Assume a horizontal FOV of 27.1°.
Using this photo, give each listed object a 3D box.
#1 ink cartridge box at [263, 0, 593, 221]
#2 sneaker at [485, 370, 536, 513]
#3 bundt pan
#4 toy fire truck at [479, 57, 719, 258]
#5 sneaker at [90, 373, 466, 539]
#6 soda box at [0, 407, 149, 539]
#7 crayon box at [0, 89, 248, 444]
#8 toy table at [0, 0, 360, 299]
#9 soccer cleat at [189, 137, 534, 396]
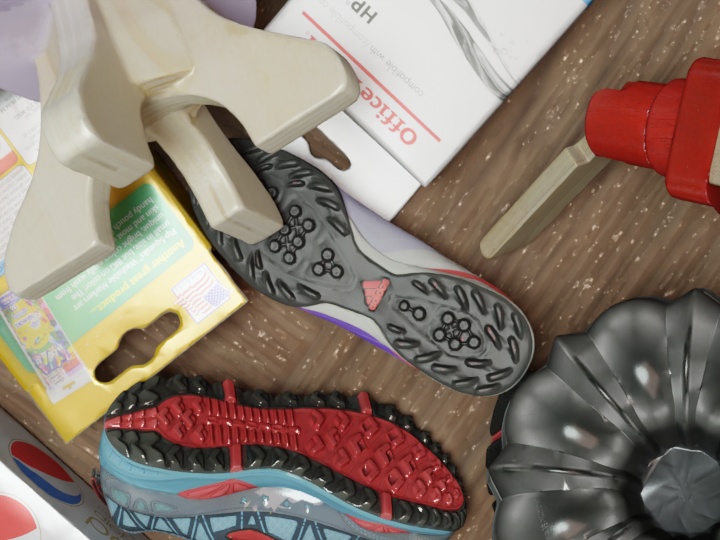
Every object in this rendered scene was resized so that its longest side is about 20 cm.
[{"bbox_3d":[0.032,-0.124,0.762,0.116,0.067,0.200,41,95,-2],"label":"ink cartridge box"},{"bbox_3d":[0.136,0.141,0.791,0.086,0.074,0.202,-22,84,-30],"label":"sneaker"},{"bbox_3d":[0.148,0.100,0.688,0.199,0.076,0.205,-4,76,17],"label":"bundt pan"},{"bbox_3d":[0.172,-0.047,0.739,0.199,0.175,0.130,17,97,43],"label":"toy fire truck"},{"bbox_3d":[-0.043,0.114,0.793,0.198,0.080,0.096,14,132,-11],"label":"sneaker"},{"bbox_3d":[-0.160,0.152,0.791,0.200,0.068,0.064,41,95,-2],"label":"soda box"},{"bbox_3d":[-0.163,-0.029,0.785,0.125,0.052,0.201,-37,92,5],"label":"crayon box"},{"bbox_3d":[-0.101,-0.081,0.666,0.183,0.199,0.118,-34,70,25],"label":"toy table"},{"bbox_3d":[0.000,0.000,0.775,0.199,0.073,0.069,31,92,6],"label":"soccer cleat"}]
